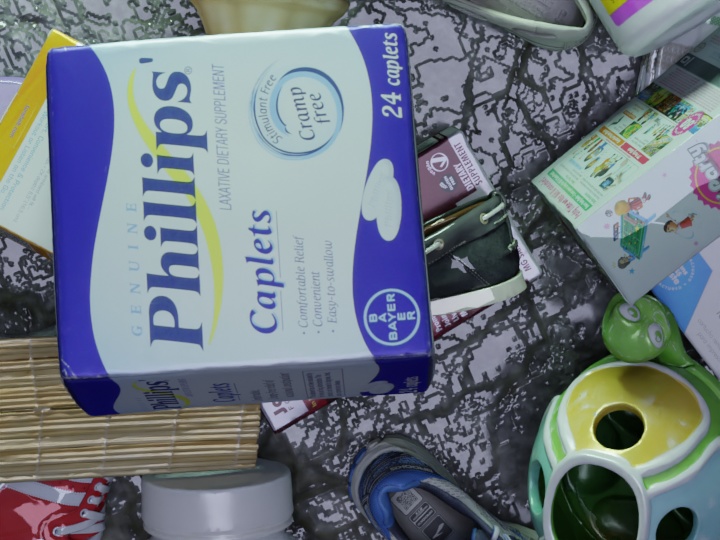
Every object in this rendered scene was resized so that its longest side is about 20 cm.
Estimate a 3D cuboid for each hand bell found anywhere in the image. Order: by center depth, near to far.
[{"bbox_3d":[-0.069,-0.069,1.252,0.103,0.104,0.202,7,91,-5],"label":"hand bell"}]

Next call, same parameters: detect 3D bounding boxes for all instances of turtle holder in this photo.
[{"bbox_3d":[0.176,0.116,1.266,0.141,0.131,0.186,39,118,14],"label":"turtle holder"}]

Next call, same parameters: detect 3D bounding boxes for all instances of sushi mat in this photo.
[{"bbox_3d":[-0.158,0.083,1.249,0.198,0.012,0.097,-2,108,-14],"label":"sushi mat"}]

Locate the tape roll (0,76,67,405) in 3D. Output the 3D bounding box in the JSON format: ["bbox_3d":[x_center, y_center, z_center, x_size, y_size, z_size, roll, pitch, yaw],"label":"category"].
[{"bbox_3d":[-0.223,-0.019,1.276,0.198,0.085,0.202,-1,98,-4],"label":"tape roll"}]

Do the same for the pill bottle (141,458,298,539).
[{"bbox_3d":[-0.088,0.227,1.300,0.113,0.114,0.202,-2,97,-4],"label":"pill bottle"}]

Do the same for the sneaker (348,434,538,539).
[{"bbox_3d":[0.075,0.190,1.322,0.199,0.085,0.077,35,93,-8],"label":"sneaker"}]

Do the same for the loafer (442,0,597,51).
[{"bbox_3d":[0.061,-0.202,1.282,0.199,0.070,0.070,26,94,-7],"label":"loafer"}]

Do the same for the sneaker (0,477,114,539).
[{"bbox_3d":[-0.173,0.139,1.305,0.200,0.071,0.113,-39,94,9],"label":"sneaker"}]

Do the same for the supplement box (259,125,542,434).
[{"bbox_3d":[0.003,0.005,1.308,0.199,0.061,0.109,-31,98,1],"label":"supplement box"}]

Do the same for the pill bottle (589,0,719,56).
[{"bbox_3d":[0.156,-0.241,1.259,0.104,0.104,0.201,-30,85,0],"label":"pill bottle"}]

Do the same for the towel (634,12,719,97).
[{"bbox_3d":[0.260,-0.159,1.323,0.148,0.031,0.202,10,96,-5],"label":"towel"}]

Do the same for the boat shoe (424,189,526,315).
[{"bbox_3d":[0.000,0.000,1.239,0.198,0.072,0.068,-13,105,-10],"label":"boat shoe"}]

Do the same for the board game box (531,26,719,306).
[{"bbox_3d":[0.210,-0.080,1.247,0.199,0.148,0.064,-38,104,4],"label":"board game box"}]

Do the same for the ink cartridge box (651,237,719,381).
[{"bbox_3d":[0.276,-0.033,1.302,0.199,0.068,0.116,-38,105,8],"label":"ink cartridge box"}]

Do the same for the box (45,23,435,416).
[{"bbox_3d":[-0.065,-0.025,1.118,0.198,0.105,0.186,-5,78,0],"label":"box"}]

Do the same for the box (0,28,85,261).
[{"bbox_3d":[-0.120,-0.042,1.195,0.199,0.041,0.120,28,80,4],"label":"box"}]
